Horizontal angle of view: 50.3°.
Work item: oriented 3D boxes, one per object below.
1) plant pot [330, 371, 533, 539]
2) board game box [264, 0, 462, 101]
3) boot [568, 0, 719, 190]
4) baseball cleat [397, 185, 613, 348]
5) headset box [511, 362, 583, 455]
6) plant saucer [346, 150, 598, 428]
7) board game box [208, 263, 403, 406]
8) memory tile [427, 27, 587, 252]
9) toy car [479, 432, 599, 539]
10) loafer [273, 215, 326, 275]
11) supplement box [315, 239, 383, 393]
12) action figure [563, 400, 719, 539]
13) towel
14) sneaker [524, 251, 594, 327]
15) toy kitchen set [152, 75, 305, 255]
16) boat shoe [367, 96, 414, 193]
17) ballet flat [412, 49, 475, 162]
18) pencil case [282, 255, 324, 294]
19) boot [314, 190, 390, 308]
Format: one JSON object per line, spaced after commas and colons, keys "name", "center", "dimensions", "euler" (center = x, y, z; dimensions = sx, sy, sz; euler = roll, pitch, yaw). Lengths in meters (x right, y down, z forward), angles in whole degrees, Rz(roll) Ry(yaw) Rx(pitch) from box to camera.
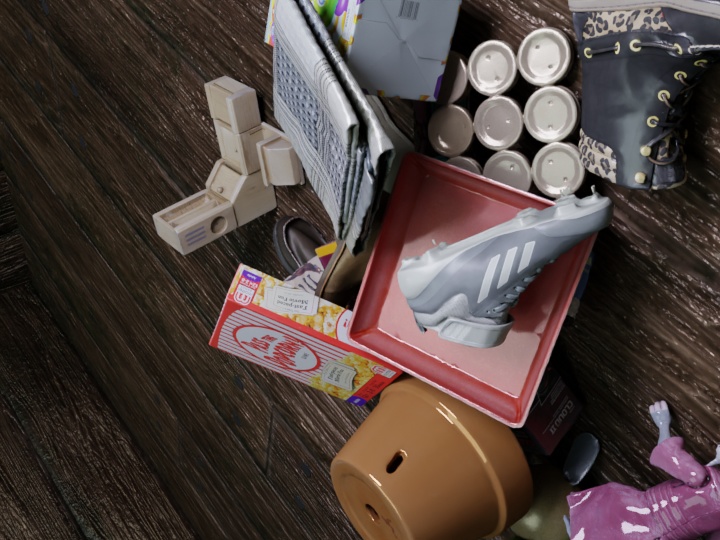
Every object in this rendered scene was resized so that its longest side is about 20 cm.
{"name": "plant pot", "center": [0.061, 0.218, 0.816], "dimensions": [0.200, 0.140, 0.201], "euler": [39, 145, 34]}
{"name": "board game box", "center": [-0.006, -0.245, 0.748], "dimensions": [0.200, 0.104, 0.104], "euler": [46, 130, 51]}
{"name": "boot", "center": [0.233, -0.134, 0.564], "dimensions": [0.200, 0.073, 0.152], "euler": [30, 135, 49]}
{"name": "baseball cleat", "center": [0.130, 0.004, 0.654], "dimensions": [0.199, 0.070, 0.107], "euler": [-19, 96, 34]}
{"name": "headset box", "center": [0.137, 0.117, 0.852], "dimensions": [0.200, 0.075, 0.148], "euler": [51, 155, -17]}
{"name": "plant saucer", "center": [0.101, 0.013, 0.719], "dimensions": [0.199, 0.037, 0.201], "euler": [25, 104, 28]}
{"name": "board game box", "center": [-0.061, 0.078, 0.856], "dimensions": [0.199, 0.047, 0.152], "euler": [23, 152, -7]}
{"name": "memory tile", "center": [0.135, -0.112, 0.714], "dimensions": [0.152, 0.017, 0.202], "euler": [-4, 99, 35]}
{"name": "toy car", "center": [0.222, 0.279, 0.879], "dimensions": [0.164, 0.157, 0.202], "euler": [0, 85, 52]}
{"name": "loafer", "center": [-0.049, -0.001, 1.106], "dimensions": [0.201, 0.073, 0.071], "euler": [54, 143, 0]}
{"name": "supplement box", "center": [0.043, 0.038, 0.946], "dimensions": [0.085, 0.110, 0.201], "euler": [-15, 100, 59]}
{"name": "action figure", "center": [0.276, 0.217, 0.694], "dimensions": [0.200, 0.149, 0.134], "euler": [-41, 86, 26]}
{"name": "towel", "center": [-0.037, -0.130, 0.701], "dimensions": [0.201, 0.034, 0.193], "euler": [61, 161, 20]}
{"name": "sneaker", "center": [0.160, -0.017, 0.784], "dimensions": [0.200, 0.075, 0.077], "euler": [38, 104, 49]}
{"name": "toy kitchen set", "center": [-0.200, -0.139, 1.109], "dimensions": [0.163, 0.180, 0.201], "euler": [32, 142, 39]}
{"name": "boat shoe", "center": [0.021, -0.130, 0.895], "dimensions": [0.201, 0.072, 0.060], "euler": [58, 155, 16]}
{"name": "ballet flat", "center": [0.082, -0.126, 0.801], "dimensions": [0.071, 0.069, 0.202], "euler": [-145, 51, -71]}
{"name": "pencil case", "center": [-0.054, 0.033, 1.003], "dimensions": [0.089, 0.200, 0.078], "euler": [39, 153, 28]}
{"name": "boot", "center": [0.000, 0.000, 0.837], "dimensions": [0.075, 0.074, 0.201], "euler": [24, 129, 4]}
